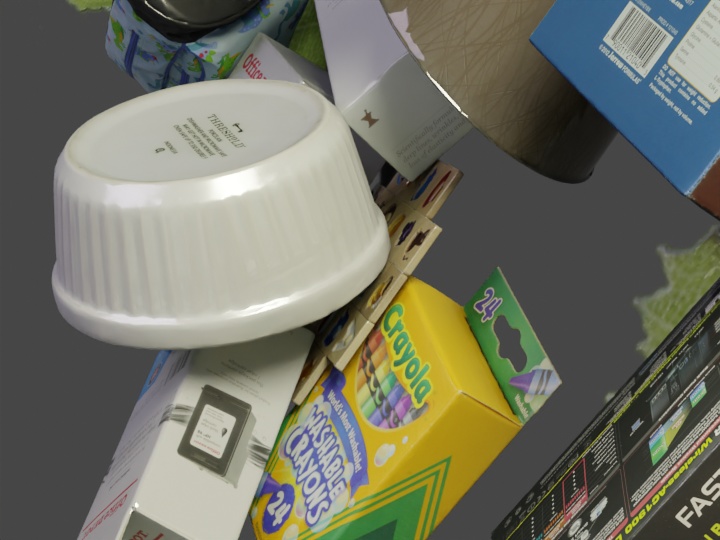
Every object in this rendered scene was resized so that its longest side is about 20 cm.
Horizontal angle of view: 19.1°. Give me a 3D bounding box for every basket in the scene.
[{"bbox_3d":[0.128,-0.181,1.162,0.200,0.136,0.181,-47,71,30],"label":"basket"}]

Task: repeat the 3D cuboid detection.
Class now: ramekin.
[{"bbox_3d":[-0.088,-0.040,1.250,0.201,0.095,0.203,-8,25,4],"label":"ramekin"}]

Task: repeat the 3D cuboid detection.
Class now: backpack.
[{"bbox_3d":[-0.111,-0.189,1.535,0.163,0.154,0.200,-51,12,-26],"label":"backpack"}]

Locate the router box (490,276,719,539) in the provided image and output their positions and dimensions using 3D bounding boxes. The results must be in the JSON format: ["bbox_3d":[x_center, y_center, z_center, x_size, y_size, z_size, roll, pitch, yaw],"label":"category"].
[{"bbox_3d":[0.141,0.100,0.954,0.200,0.062,0.150,-51,9,18],"label":"router box"}]

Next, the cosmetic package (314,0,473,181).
[{"bbox_3d":[0.033,-0.151,1.353,0.102,0.074,0.200,-40,28,18],"label":"cosmetic package"}]

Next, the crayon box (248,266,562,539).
[{"bbox_3d":[0.016,0.092,1.214,0.200,0.051,0.126,-50,30,16],"label":"crayon box"}]

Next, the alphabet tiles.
[{"bbox_3d":[0.000,0.000,1.308,0.167,0.006,0.200,-54,13,2],"label":"alphabet tiles"}]

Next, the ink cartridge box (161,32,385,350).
[{"bbox_3d":[-0.076,-0.044,1.437,0.201,0.083,0.145,-56,22,8],"label":"ink cartridge box"}]

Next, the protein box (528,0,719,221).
[{"bbox_3d":[0.217,-0.123,1.005,0.200,0.135,0.199,-53,29,12],"label":"protein box"}]

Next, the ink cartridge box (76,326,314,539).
[{"bbox_3d":[-0.106,0.123,1.253,0.116,0.066,0.201,-43,22,54],"label":"ink cartridge box"}]
